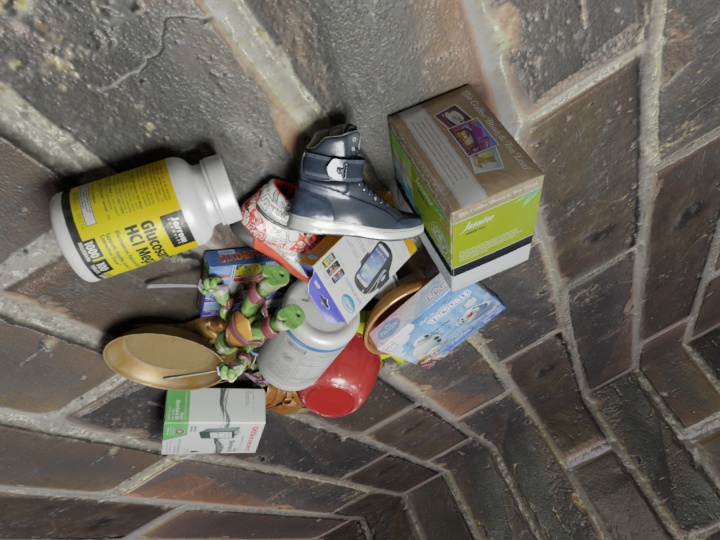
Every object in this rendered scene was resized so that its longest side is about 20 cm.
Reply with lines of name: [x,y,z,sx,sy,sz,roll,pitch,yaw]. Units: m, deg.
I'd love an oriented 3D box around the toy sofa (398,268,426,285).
toy sofa: [0.136,0.082,1.182,0.097,0.083,0.200,-26,147,-7]

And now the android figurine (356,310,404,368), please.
android figurine: [0.011,0.143,1.172,0.182,0.041,0.200,-24,131,28]

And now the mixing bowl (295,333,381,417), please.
mixing bowl: [-0.056,0.226,1.136,0.199,0.109,0.201,1,130,1]

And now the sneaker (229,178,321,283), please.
sneaker: [-0.082,-0.054,0.826,0.201,0.067,0.108,33,116,-33]

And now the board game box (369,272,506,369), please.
board game box: [0.147,0.091,1.021,0.200,0.043,0.199,-42,143,15]

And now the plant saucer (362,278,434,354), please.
plant saucer: [0.090,0.081,1.037,0.200,0.038,0.200,-20,143,-15]

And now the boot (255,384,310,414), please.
boot: [-0.145,0.262,1.256,0.154,0.074,0.200,18,122,-39]

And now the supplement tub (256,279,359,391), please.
supplement tub: [-0.094,0.110,0.953,0.132,0.132,0.200,-5,151,-29]

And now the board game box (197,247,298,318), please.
board game box: [-0.162,0.016,0.928,0.199,0.035,0.136,-6,143,-28]

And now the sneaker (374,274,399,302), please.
sneaker: [0.000,0.000,0.989,0.115,0.081,0.200,-21,140,-1]

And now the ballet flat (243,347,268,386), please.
ballet flat: [-0.168,0.161,1.110,0.071,0.069,0.200,28,122,-29]

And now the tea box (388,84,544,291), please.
tea box: [0.145,-0.115,0.804,0.133,0.200,0.197,-23,146,-6]

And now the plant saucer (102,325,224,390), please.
plant saucer: [-0.325,0.144,0.941,0.199,0.036,0.200,1,143,0]

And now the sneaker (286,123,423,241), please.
sneaker: [0.008,-0.119,0.757,0.202,0.077,0.147,3,104,-26]

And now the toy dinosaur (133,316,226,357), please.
toy dinosaur: [-0.273,0.100,0.969,0.199,0.061,0.106,-6,134,-6]

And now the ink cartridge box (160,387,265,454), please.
ink cartridge box: [-0.306,0.315,1.164,0.199,0.084,0.146,5,137,-18]

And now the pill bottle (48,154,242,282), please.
pill bottle: [-0.252,-0.070,0.676,0.199,0.113,0.113,-21,147,-8]

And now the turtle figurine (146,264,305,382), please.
turtle figurine: [-0.191,0.078,0.812,0.194,0.144,0.200,-33,131,32]

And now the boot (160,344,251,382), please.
boot: [-0.296,0.180,1.031,0.199,0.076,0.074,-24,150,0]

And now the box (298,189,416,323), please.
box: [-0.006,-0.015,0.845,0.200,0.041,0.119,-44,125,-23]
